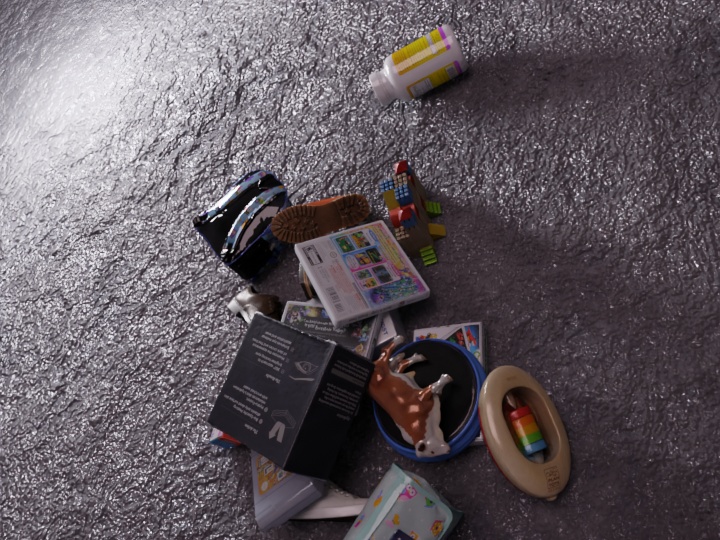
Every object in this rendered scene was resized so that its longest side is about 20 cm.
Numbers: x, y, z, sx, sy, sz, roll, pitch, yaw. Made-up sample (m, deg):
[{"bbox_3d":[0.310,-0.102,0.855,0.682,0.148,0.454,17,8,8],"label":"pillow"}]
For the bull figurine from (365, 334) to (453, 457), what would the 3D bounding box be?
[{"bbox_3d":[0.080,0.195,1.070,0.122,0.065,0.200,-49,52,-4],"label":"bull figurine"}]

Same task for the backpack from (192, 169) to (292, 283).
[{"bbox_3d":[-0.225,-0.102,1.450,0.200,0.135,0.182,-46,52,-1],"label":"backpack"}]

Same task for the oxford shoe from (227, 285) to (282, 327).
[{"bbox_3d":[-0.185,0.089,1.363,0.085,0.073,0.199,-49,52,-6],"label":"oxford shoe"}]

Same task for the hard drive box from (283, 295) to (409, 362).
[{"bbox_3d":[-0.027,0.112,1.261,0.199,0.077,0.157,-29,54,11],"label":"hard drive box"}]

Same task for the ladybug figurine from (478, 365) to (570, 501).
[{"bbox_3d":[0.237,0.244,1.023,0.072,0.134,0.202,-50,52,54],"label":"ladybug figurine"}]

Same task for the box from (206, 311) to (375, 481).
[{"bbox_3d":[-0.112,0.197,1.100,0.195,0.117,0.202,16,78,41],"label":"box"}]

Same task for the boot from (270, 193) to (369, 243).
[{"bbox_3d":[-0.080,-0.107,1.383,0.198,0.076,0.107,-13,11,0],"label":"boot"}]

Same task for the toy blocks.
[{"bbox_3d":[0.086,-0.124,1.293,0.099,0.137,0.202,-18,56,18],"label":"toy blocks"}]

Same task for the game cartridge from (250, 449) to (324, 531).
[{"bbox_3d":[-0.123,0.330,1.167,0.133,0.042,0.200,-41,26,7],"label":"game cartridge"}]

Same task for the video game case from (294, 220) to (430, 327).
[{"bbox_3d":[0.000,0.000,1.228,0.180,0.024,0.201,-16,48,-18],"label":"video game case"}]

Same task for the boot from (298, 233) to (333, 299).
[{"bbox_3d":[-0.028,-0.023,1.297,0.137,0.078,0.201,-8,30,20],"label":"boot"}]

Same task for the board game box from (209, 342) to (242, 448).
[{"bbox_3d":[-0.219,0.220,1.270,0.153,0.040,0.202,141,147,-64],"label":"board game box"}]

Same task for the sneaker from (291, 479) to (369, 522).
[{"bbox_3d":[-0.056,0.369,1.134,0.198,0.073,0.086,-8,62,26],"label":"sneaker"}]

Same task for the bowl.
[{"bbox_3d":[0.109,0.204,1.115,0.199,0.039,0.203,-14,57,23],"label":"bowl"}]

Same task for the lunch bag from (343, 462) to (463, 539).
[{"bbox_3d":[0.049,0.377,0.988,0.121,0.200,0.171,34,81,28],"label":"lunch bag"}]

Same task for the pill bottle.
[{"bbox_3d":[0.121,-0.430,1.465,0.198,0.104,0.105,-25,54,14],"label":"pill bottle"}]

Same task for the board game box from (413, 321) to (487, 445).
[{"bbox_3d":[0.148,0.190,1.148,0.125,0.035,0.202,-9,60,25],"label":"board game box"}]

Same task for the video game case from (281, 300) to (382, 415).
[{"bbox_3d":[-0.071,0.148,1.204,0.198,0.023,0.184,4,67,30],"label":"video game case"}]
